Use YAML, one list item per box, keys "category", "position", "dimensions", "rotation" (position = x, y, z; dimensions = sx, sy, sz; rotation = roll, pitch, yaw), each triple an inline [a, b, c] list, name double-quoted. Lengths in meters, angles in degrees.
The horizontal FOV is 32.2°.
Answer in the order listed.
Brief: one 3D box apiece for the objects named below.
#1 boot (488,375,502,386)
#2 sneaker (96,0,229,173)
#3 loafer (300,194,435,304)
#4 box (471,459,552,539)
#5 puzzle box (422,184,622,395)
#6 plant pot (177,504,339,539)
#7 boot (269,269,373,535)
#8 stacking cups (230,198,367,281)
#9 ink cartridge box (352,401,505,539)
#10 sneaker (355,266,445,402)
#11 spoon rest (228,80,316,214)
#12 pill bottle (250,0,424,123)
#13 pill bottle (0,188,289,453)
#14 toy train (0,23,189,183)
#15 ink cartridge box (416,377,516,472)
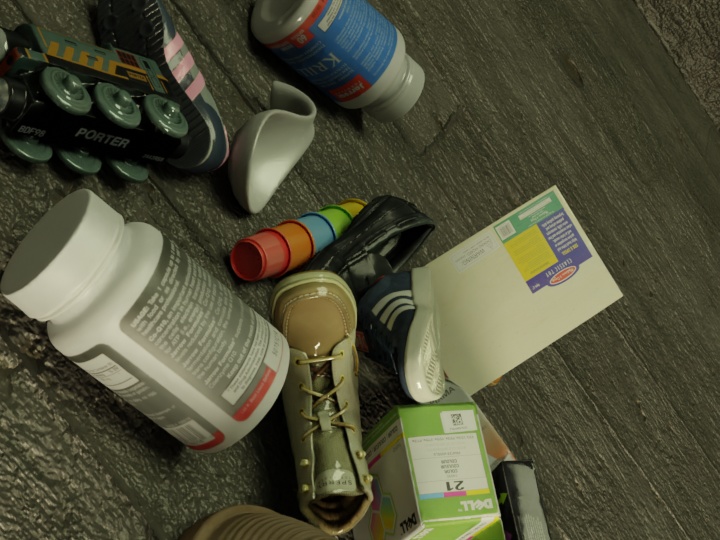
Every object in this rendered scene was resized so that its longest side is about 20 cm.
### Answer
- category: "boot"
  position: [0.165, 0.013, 1.292]
  dimensions: [0.071, 0.144, 0.202]
  rotation: [42, 29, -33]
- category: "sneaker"
  position: [-0.181, -0.178, 1.154]
  dimensions: [0.201, 0.070, 0.082]
  rotation: [68, 13, 10]
- category: "loafer"
  position: [0.000, 0.000, 1.189]
  dimensions: [0.201, 0.070, 0.068]
  rotation: [-48, 145, -35]
- category: "box"
  position: [0.108, 0.268, 1.050]
  dimensions: [0.036, 0.200, 0.144]
  rotation: [2, 55, -19]
- category: "puzzle box"
  position: [0.146, 0.022, 1.237]
  dimensions: [0.134, 0.199, 0.025]
  rotation: [59, -10, 2]
- category: "plant pot"
  position: [-0.044, 0.259, 0.916]
  dimensions: [0.201, 0.092, 0.202]
  rotation: [39, 34, -33]
- category: "boot"
  position: [-0.029, 0.110, 1.012]
  dimensions: [0.201, 0.071, 0.155]
  rotation: [88, -6, -52]
- category: "stacking cups"
  position: [-0.057, -0.024, 1.209]
  dimensions: [0.200, 0.060, 0.061]
  rotation: [-23, 82, -56]
- category: "ink cartridge box"
  position: [0.056, 0.228, 1.031]
  dimensions: [0.075, 0.148, 0.201]
  rotation: [0, 63, -22]
- category: "sneaker"
  position: [0.026, 0.060, 1.074]
  dimensions: [0.200, 0.084, 0.076]
  rotation: [-82, 161, -71]
- category: "spoon rest"
  position: [-0.084, -0.130, 1.232]
  dimensions: [0.200, 0.060, 0.100]
  rotation: [-72, 169, -57]
- category: "pill bottle"
  position: [-0.019, -0.254, 1.413]
  dimensions: [0.200, 0.112, 0.113]
  rotation: [34, 37, -36]
- category: "pill bottle"
  position: [-0.157, 0.037, 0.924]
  dimensions: [0.200, 0.114, 0.114]
  rotation: [43, 33, -28]
- category: "toy train"
  position: [-0.228, -0.141, 1.023]
  dimensions: [0.199, 0.085, 0.114]
  rotation: [9, 44, -52]
- category: "ink cartridge box"
  position: [0.090, 0.132, 1.183]
  dimensions: [0.201, 0.050, 0.162]
  rotation: [59, 3, 30]
